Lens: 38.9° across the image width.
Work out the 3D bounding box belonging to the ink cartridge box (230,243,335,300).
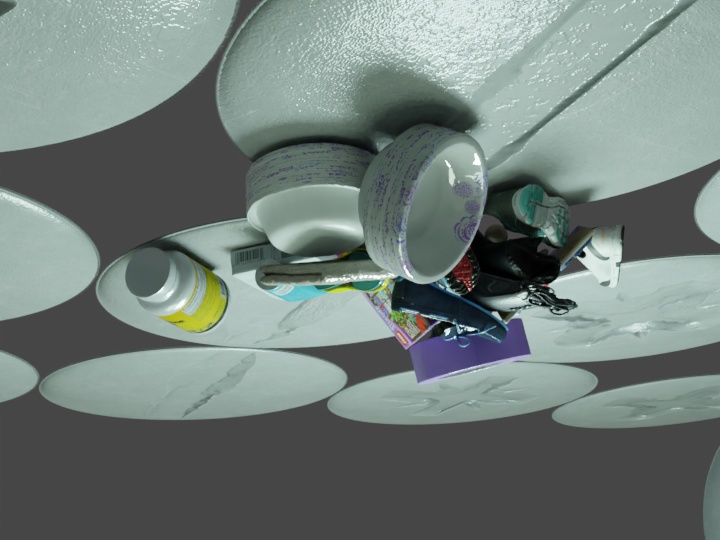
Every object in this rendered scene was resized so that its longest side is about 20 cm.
[{"bbox_3d":[-0.110,-0.002,1.775,0.158,0.048,0.200,-12,162,20],"label":"ink cartridge box"}]

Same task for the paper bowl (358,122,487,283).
[{"bbox_3d":[0.074,-0.093,1.341,0.104,0.203,0.200,22,178,35],"label":"paper bowl"}]

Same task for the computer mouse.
[{"bbox_3d":[0.216,0.040,1.550,0.199,0.053,0.138,14,176,43],"label":"computer mouse"}]

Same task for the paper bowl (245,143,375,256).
[{"bbox_3d":[-0.060,-0.088,1.423,0.198,0.106,0.201,-3,162,-1],"label":"paper bowl"}]

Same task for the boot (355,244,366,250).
[{"bbox_3d":[-0.015,-0.072,1.559,0.198,0.075,0.075,-9,154,23],"label":"boot"}]

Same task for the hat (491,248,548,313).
[{"bbox_3d":[0.230,0.011,1.768,0.201,0.081,0.201,-46,176,-4],"label":"hat"}]

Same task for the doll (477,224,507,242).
[{"bbox_3d":[0.148,-0.031,1.684,0.198,0.049,0.138,-17,124,1],"label":"doll"}]

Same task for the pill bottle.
[{"bbox_3d":[-0.309,0.032,1.720,0.111,0.114,0.200,-10,159,17],"label":"pill bottle"}]

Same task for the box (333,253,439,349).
[{"bbox_3d":[0.045,0.023,1.663,0.039,0.201,0.137,-36,173,-23],"label":"box"}]

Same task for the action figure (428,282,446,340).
[{"bbox_3d":[0.120,0.026,1.784,0.118,0.202,0.102,-25,-157,-11],"label":"action figure"}]

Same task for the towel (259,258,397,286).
[{"bbox_3d":[-0.048,0.004,1.473,0.131,0.035,0.199,-6,-177,-33],"label":"towel"}]

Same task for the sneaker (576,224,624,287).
[{"bbox_3d":[0.418,-0.029,1.782,0.079,0.075,0.200,3,157,13],"label":"sneaker"}]

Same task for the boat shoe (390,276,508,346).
[{"bbox_3d":[0.130,0.073,1.560,0.198,0.069,0.084,25,168,-11],"label":"boat shoe"}]

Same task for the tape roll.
[{"bbox_3d":[0.185,0.137,1.725,0.198,0.066,0.200,-14,171,-2],"label":"tape roll"}]

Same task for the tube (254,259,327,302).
[{"bbox_3d":[-0.118,0.028,1.721,0.076,0.051,0.200,-5,166,15],"label":"tube"}]

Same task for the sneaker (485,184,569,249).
[{"bbox_3d":[0.263,-0.086,1.593,0.090,0.079,0.199,3,164,35],"label":"sneaker"}]

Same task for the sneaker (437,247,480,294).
[{"bbox_3d":[0.102,-0.056,1.507,0.079,0.202,0.095,-31,-154,-25],"label":"sneaker"}]

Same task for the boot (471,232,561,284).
[{"bbox_3d":[0.193,-0.036,1.567,0.198,0.077,0.168,26,170,-19],"label":"boot"}]

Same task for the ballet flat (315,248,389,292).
[{"bbox_3d":[0.000,0.000,1.577,0.066,0.068,0.199,-9,-179,-35],"label":"ballet flat"}]

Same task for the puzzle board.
[{"bbox_3d":[0.300,0.006,1.659,0.200,0.017,0.151,-46,180,6],"label":"puzzle board"}]
